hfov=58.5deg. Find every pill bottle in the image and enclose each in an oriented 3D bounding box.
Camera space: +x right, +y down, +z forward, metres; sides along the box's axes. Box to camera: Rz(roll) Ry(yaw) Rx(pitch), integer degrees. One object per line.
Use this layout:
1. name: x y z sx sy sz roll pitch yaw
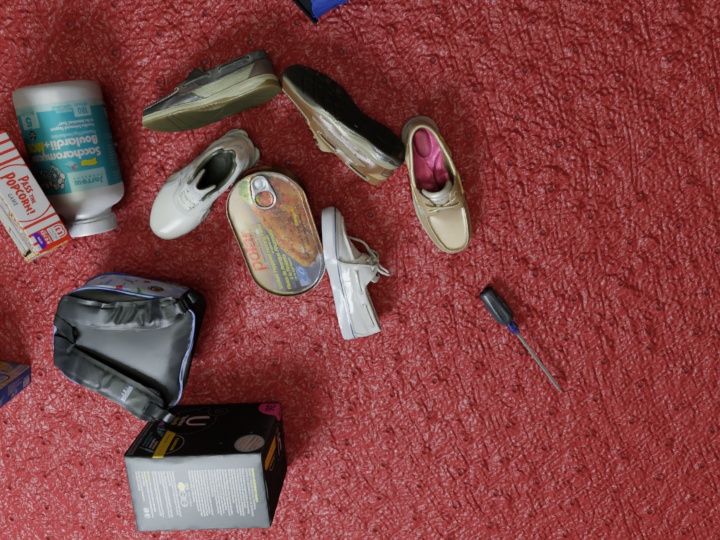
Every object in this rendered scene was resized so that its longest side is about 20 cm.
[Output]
1. pill bottle: -0.388 -0.150 0.874 0.111 0.111 0.200 -7 106 5

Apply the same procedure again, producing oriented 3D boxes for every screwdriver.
1. screwdriver: 0.242 0.104 0.960 0.028 0.029 0.200 -37 105 12

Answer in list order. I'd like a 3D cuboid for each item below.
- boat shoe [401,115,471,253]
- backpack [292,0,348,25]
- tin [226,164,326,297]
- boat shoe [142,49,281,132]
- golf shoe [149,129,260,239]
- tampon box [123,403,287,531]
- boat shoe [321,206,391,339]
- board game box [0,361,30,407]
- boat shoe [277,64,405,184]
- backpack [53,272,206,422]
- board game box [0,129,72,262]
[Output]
1. boat shoe: 0.103 -0.111 0.880 0.074 0.069 0.200 -20 104 8
2. backpack: -0.041 -0.404 0.737 0.168 0.200 0.163 -31 101 11
3. tin: -0.116 -0.053 0.899 0.112 0.042 0.200 -16 122 -1
4. boat shoe: -0.204 -0.240 0.864 0.201 0.072 0.066 -13 84 16
5. golf shoe: -0.228 -0.114 0.884 0.078 0.097 0.200 44 105 -10
6. tampon box: -0.224 0.291 0.970 0.200 0.150 0.126 -3 106 4
7. boat shoe: 0.000 0.002 0.916 0.086 0.075 0.202 -9 107 6
8. board game box: -0.598 0.184 0.933 0.135 0.200 0.035 9 106 0
9. boat shoe: -0.034 -0.190 0.863 0.200 0.076 0.074 42 132 3
10. backpack: -0.329 0.089 0.919 0.190 0.154 0.200 14 100 -10
11. board game box: -0.458 -0.089 0.857 0.046 0.200 0.152 -34 106 -28
